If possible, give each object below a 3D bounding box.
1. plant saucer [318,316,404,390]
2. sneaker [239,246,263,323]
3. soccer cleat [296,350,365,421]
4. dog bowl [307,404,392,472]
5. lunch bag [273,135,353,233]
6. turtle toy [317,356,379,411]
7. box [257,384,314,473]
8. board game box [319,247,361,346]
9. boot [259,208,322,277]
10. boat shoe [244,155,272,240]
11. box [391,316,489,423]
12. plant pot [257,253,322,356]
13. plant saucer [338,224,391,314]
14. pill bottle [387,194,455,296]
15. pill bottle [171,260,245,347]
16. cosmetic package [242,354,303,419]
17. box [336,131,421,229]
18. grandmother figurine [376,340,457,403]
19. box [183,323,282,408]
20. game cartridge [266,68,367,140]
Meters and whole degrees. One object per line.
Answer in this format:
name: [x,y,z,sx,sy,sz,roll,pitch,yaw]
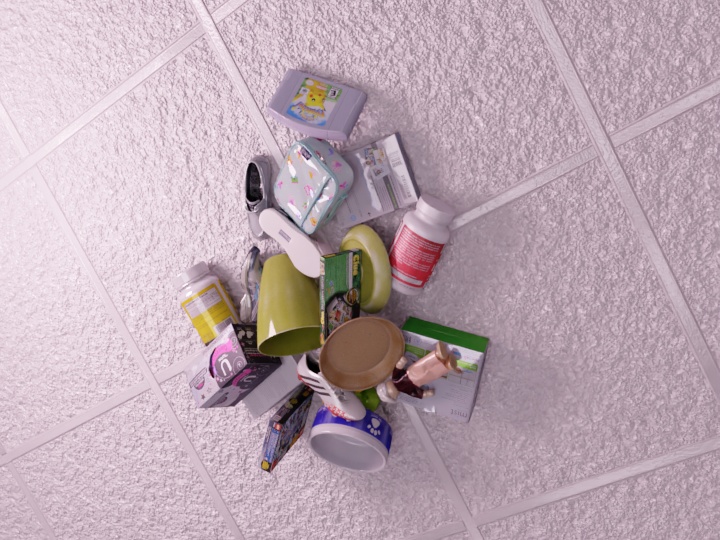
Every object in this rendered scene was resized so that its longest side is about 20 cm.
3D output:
plant saucer: [0.000,0.176,1.604,0.196,0.036,0.204,-9,124,-13]
sneaker: [-0.244,0.037,1.778,0.084,0.078,0.204,8,116,7]
soccer cleat: [-0.066,0.263,1.655,0.199,0.068,0.086,39,137,19]
dog bowl: [-0.024,0.402,1.740,0.196,0.080,0.202,12,143,9]
lunch bag: [-0.105,-0.189,1.613,0.161,0.076,0.201,50,138,14]
turtle toy: [-0.030,0.261,1.738,0.145,0.101,0.202,-32,91,38]
box: [-0.180,0.382,1.775,0.039,0.200,0.140,21,112,12]
board game box: [-0.044,0.059,1.596,0.023,0.103,0.205,22,117,48]
boot: [-0.143,-0.071,1.688,0.073,0.090,0.200,-45,83,19]
boat shoe: [-0.248,-0.166,1.713,0.068,0.071,0.206,7,107,17]
box: [0.178,0.226,1.661,0.196,0.097,0.180,14,110,15]
plant pot: [-0.164,0.072,1.693,0.184,0.186,0.204,-24,65,23]
plant saucer: [0.000,0.000,1.634,0.199,0.031,0.205,22,117,52]
pill bottle: [0.127,-0.056,1.590,0.111,0.112,0.203,29,113,9]
pill bottle: [-0.379,0.086,1.808,0.113,0.114,0.203,-28,94,24]
cosmetic package: [-0.212,0.272,1.819,0.199,0.071,0.102,-39,81,25]
box: [0.021,-0.199,1.626,0.197,0.041,0.159,-19,98,22]
grandmother figurine: [0.119,0.237,1.605,0.198,0.061,0.122,-32,101,26]
box: [-0.309,0.234,1.753,0.200,0.131,0.116,-42,63,24]
game cartridge: [-0.099,-0.358,1.584,0.196,0.041,0.135,20,71,13]
